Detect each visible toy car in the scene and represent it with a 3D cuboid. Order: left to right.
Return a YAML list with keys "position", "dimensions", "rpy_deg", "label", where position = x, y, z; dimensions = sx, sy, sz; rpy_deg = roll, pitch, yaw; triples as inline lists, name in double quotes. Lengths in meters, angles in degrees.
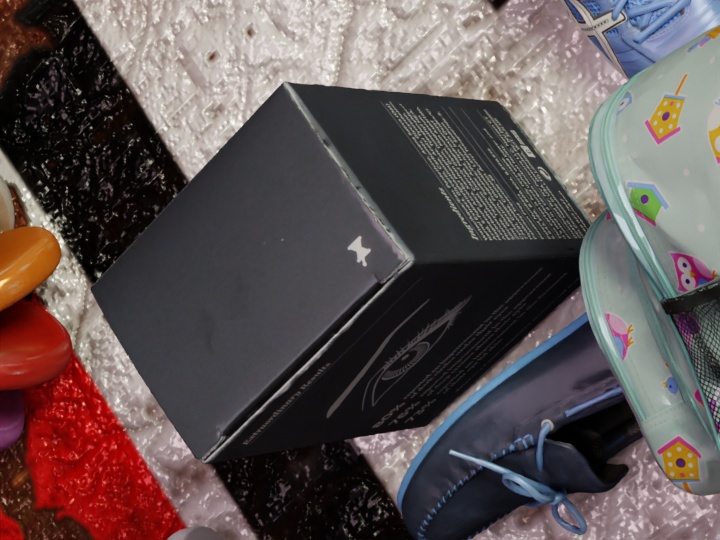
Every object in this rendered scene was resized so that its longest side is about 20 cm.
- position: [-0.244, 0.039, 1.188]
  dimensions: [0.150, 0.175, 0.200]
  rpy_deg: [36, 112, -12]
  label: "toy car"

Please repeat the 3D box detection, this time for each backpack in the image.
- position: [0.184, -0.011, 0.886]
  dimensions: [0.153, 0.176, 0.200]
  rpy_deg: [-21, 88, 46]
  label: "backpack"

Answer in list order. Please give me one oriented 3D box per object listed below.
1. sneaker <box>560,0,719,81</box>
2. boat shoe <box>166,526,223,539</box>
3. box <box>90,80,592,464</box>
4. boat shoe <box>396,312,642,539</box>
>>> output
- position: [0.113, -0.147, 0.993]
  dimensions: [0.076, 0.077, 0.200]
  rpy_deg: [-48, 68, 21]
  label: "sneaker"
- position: [-0.088, 0.239, 1.127]
  dimensions: [0.057, 0.069, 0.200]
  rpy_deg: [-12, 86, 32]
  label: "boat shoe"
- position: [0.000, 0.000, 0.991]
  dimensions: [0.148, 0.200, 0.104]
  rpy_deg: [-44, 69, 24]
  label: "box"
- position: [0.097, 0.076, 0.999]
  dimensions: [0.200, 0.084, 0.069]
  rpy_deg: [-46, 56, 26]
  label: "boat shoe"
